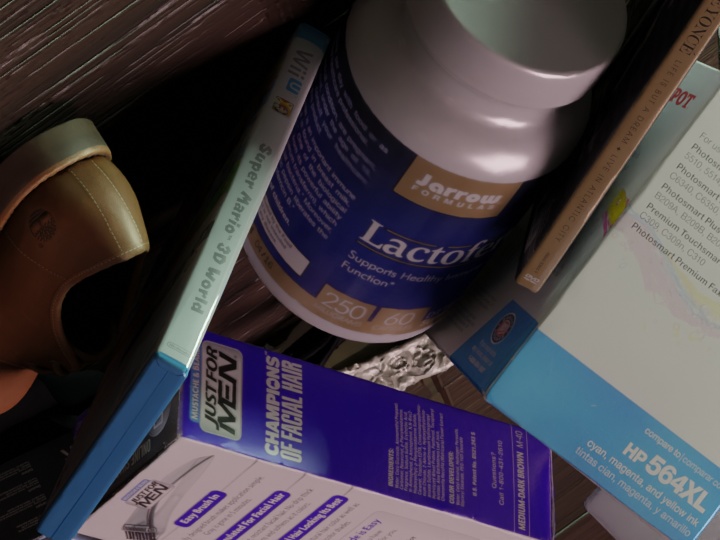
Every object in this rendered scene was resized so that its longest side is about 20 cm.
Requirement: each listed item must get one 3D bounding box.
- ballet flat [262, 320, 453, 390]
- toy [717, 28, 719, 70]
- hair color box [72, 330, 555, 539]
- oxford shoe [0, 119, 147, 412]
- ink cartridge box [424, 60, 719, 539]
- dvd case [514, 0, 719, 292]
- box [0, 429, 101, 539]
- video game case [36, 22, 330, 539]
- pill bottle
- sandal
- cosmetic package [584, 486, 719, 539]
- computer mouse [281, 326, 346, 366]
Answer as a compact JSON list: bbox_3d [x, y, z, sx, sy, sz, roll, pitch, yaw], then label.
[{"bbox_3d":[0.016,0.032,1.681,0.199,0.072,0.072,-32,165,-22],"label":"ballet flat"},{"bbox_3d":[0.206,-0.098,1.528,0.047,0.116,0.200,-6,-178,7],"label":"toy"},{"bbox_3d":[-0.022,0.097,1.378,0.199,0.065,0.109,17,145,-27],"label":"hair color box"},{"bbox_3d":[-0.137,0.020,1.252,0.071,0.071,0.200,-29,165,-30],"label":"oxford shoe"},{"bbox_3d":[0.147,-0.001,1.351,0.200,0.125,0.129,-51,-165,3],"label":"ink cartridge box"},{"bbox_3d":[0.129,-0.102,1.282,0.200,0.016,0.149,-58,-173,33],"label":"dvd case"},{"bbox_3d":[-0.145,0.132,1.491,0.199,0.044,0.160,-25,159,-9],"label":"box"},{"bbox_3d":[-0.074,0.005,1.263,0.143,0.018,0.201,-54,-168,48],"label":"video game case"},{"bbox_3d":[0.031,-0.065,1.306,0.115,0.116,0.200,-24,161,-37],"label":"pill bottle"},{"bbox_3d":[-0.161,0.083,1.467,0.076,0.043,0.200,-39,165,7],"label":"sandal"},{"bbox_3d":[0.210,0.062,1.464,0.200,0.071,0.101,-48,171,21],"label":"cosmetic package"},{"bbox_3d":[0.000,0.000,1.543,0.141,0.046,0.200,-49,-178,-30],"label":"computer mouse"}]
